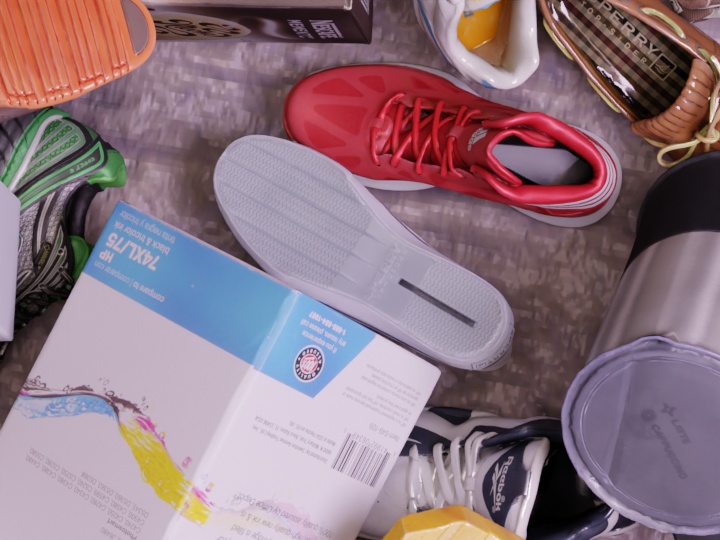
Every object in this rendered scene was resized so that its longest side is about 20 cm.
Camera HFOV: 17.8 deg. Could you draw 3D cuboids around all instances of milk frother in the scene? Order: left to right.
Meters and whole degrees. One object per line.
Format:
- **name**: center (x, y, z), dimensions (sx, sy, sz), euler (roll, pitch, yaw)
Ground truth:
- **milk frother**: center (0.230, 0.045, 1.180), dimensions (0.199, 0.189, 0.181), euler (-20, 114, 31)

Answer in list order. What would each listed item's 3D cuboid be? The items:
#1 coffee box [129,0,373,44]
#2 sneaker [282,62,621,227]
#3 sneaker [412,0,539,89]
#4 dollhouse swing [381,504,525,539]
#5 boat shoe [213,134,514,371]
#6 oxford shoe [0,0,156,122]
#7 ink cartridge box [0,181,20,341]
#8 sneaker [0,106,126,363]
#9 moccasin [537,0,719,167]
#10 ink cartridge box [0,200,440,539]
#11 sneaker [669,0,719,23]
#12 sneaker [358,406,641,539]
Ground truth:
- **coffee box**: center (-0.095, -0.176, 1.296), dimensions (0.198, 0.113, 0.081), euler (1, 85, 7)
- **sneaker**: center (0.048, -0.080, 1.269), dimensions (0.198, 0.116, 0.079), euler (10, 86, 7)
- **sneaker**: center (0.053, -0.187, 1.238), dimensions (0.076, 0.201, 0.081), euler (-29, 43, -4)
- **dollhouse swing**: center (0.048, 0.257, 1.164), dimensions (0.199, 0.183, 0.176), euler (31, 124, -26)
- **boat shoe**: center (0.000, 0.000, 1.292), dimensions (0.200, 0.067, 0.074), euler (38, 81, 19)
- **oxford shoe**: center (-0.208, -0.109, 1.234), dimensions (0.198, 0.073, 0.072), euler (-12, 80, -9)
- **ink cartridge box**: center (-0.295, -0.017, 1.210), dimensions (0.198, 0.145, 0.084), euler (-1, 76, 8)
- **sneaker**: center (-0.199, 0.004, 1.307), dimensions (0.085, 0.078, 0.201), euler (23, 87, 7)
- **moccasin**: center (0.178, -0.097, 1.264), dimensions (0.202, 0.078, 0.074), euler (48, 120, -2)
- **ink cartridge box**: center (-0.087, 0.097, 1.227), dimensions (0.145, 0.146, 0.201), euler (26, 87, 39)
- **sneaker**: center (0.185, -0.182, 1.289), dimensions (0.199, 0.070, 0.076), euler (33, 94, 9)
- **sneaker**: center (0.063, 0.114, 1.242), dimensions (0.197, 0.130, 0.080), euler (7, 84, 7)
